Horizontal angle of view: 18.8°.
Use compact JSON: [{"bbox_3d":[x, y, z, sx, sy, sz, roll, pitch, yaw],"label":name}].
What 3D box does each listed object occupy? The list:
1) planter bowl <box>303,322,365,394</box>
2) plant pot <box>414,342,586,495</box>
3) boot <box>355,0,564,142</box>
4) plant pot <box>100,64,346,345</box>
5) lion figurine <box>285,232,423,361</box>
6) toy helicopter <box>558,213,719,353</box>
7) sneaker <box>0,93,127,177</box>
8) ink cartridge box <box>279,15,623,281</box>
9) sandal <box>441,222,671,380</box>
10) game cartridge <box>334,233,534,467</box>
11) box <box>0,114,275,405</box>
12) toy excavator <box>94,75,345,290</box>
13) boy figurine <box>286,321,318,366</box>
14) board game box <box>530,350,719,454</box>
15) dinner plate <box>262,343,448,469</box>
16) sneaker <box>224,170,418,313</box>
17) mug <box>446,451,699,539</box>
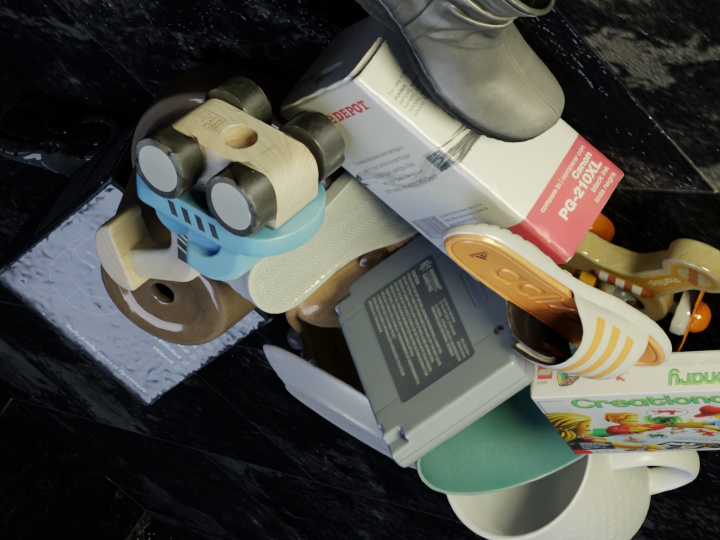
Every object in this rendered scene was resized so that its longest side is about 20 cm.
[{"bbox_3d":[0.008,0.053,1.867,0.200,0.083,0.201,47,153,33],"label":"planter bowl"},{"bbox_3d":[0.112,0.067,1.717,0.200,0.199,0.135,66,179,-59],"label":"plant pot"},{"bbox_3d":[0.081,-0.155,1.353,0.200,0.070,0.131,38,158,-24],"label":"boot"},{"bbox_3d":[-0.119,-0.037,1.750,0.199,0.175,0.201,16,137,16],"label":"plant pot"},{"bbox_3d":[0.000,0.000,1.741,0.073,0.200,0.122,49,-168,24],"label":"lion figurine"},{"bbox_3d":[0.207,0.010,1.529,0.132,0.079,0.200,33,165,-15],"label":"toy helicopter"},{"bbox_3d":[-0.285,-0.115,2.121,0.200,0.076,0.079,19,159,44],"label":"sneaker"},{"bbox_3d":[0.061,-0.090,1.521,0.200,0.084,0.145,39,161,-15],"label":"ink cartridge box"},{"bbox_3d":[0.127,0.036,1.498,0.206,0.059,0.079,31,155,-32],"label":"sandal"},{"bbox_3d":[0.057,0.047,1.616,0.042,0.133,0.200,53,-171,-34],"label":"game cartridge"},{"bbox_3d":[-0.195,-0.010,2.013,0.200,0.124,0.196,42,129,-16],"label":"box"},{"bbox_3d":[-0.114,-0.037,1.556,0.194,0.100,0.201,28,137,25],"label":"toy excavator"},{"bbox_3d":[0.026,0.095,2.117,0.200,0.064,0.124,26,158,37],"label":"boy figurine"},{"bbox_3d":[0.239,0.098,1.607,0.199,0.035,0.126,-4,154,21],"label":"board game box"},{"bbox_3d":[-0.002,0.124,1.830,0.200,0.024,0.200,31,173,4],"label":"dinner plate"},{"bbox_3d":[-0.027,-0.048,1.647,0.115,0.200,0.074,24,142,59],"label":"sneaker"},{"bbox_3d":[0.199,0.179,1.904,0.199,0.148,0.175,-14,156,29],"label":"mug"}]
